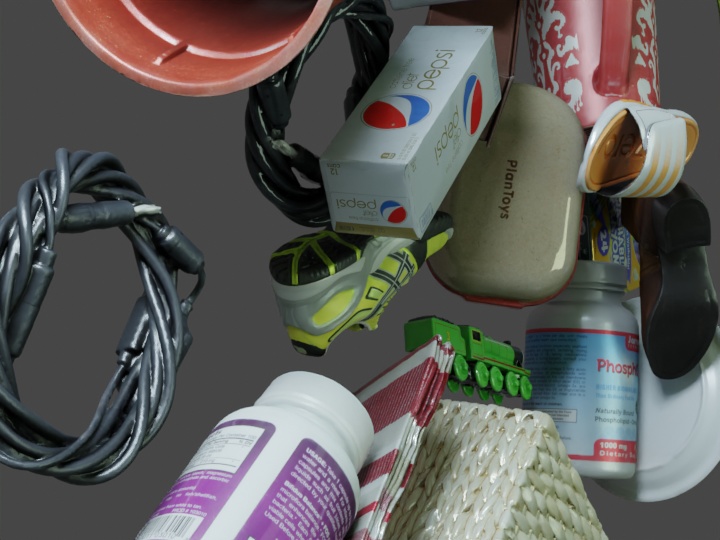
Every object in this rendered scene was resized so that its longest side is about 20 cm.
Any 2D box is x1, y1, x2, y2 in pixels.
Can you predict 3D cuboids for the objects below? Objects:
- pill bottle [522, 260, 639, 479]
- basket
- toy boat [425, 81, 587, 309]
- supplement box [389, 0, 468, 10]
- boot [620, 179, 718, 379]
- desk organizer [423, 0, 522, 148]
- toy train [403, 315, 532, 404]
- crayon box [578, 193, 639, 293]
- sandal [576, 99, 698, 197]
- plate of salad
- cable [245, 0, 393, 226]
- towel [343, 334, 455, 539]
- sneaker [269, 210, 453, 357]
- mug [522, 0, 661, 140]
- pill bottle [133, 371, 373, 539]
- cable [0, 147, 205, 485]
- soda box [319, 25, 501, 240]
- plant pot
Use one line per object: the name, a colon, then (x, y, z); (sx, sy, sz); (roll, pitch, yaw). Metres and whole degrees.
pill bottle: (0.209, 0.095, 1.438); (0.109, 0.108, 0.201); (13, 78, -58)
basket: (0.077, 0.226, 1.167); (0.201, 0.160, 0.199); (62, 41, -35)
toy boat: (0.125, -0.059, 1.320); (0.131, 0.130, 0.201); (91, 8, -75)
supplement box: (0.087, -0.315, 1.253); (0.200, 0.101, 0.104); (-62, 139, -39)
boot: (0.273, -0.016, 1.450); (0.200, 0.068, 0.189); (-111, -169, -68)
desk organizer: (0.089, -0.198, 1.274); (0.201, 0.077, 0.072); (-78, -176, -49)
toy train: (0.096, 0.078, 1.319); (0.200, 0.042, 0.057); (20, 61, -57)
crayon box: (0.258, -0.040, 1.580); (0.200, 0.051, 0.127); (-18, 104, -59)
sandal: (0.257, -0.102, 1.298); (0.206, 0.059, 0.080); (-12, 123, -51)
plate of salad: (0.284, 0.124, 1.475); (0.048, 0.199, 0.201); (14, 77, -45)
cable: (-0.018, -0.127, 1.107); (0.200, 0.051, 0.164); (-44, 126, -52)
towel: (-0.002, 0.150, 1.068); (0.023, 0.144, 0.201); (33, 54, -14)
sneaker: (0.000, 0.000, 1.141); (0.200, 0.075, 0.077); (-26, 122, -47)
mug: (0.204, -0.215, 1.381); (0.177, 0.133, 0.201); (27, 57, -63)
pill bottle: (-0.067, 0.159, 0.970); (0.200, 0.112, 0.113); (-55, 134, -44)
cable: (-0.160, 0.027, 0.879); (0.200, 0.051, 0.164); (-62, 138, -38)
soda box: (0.040, -0.104, 1.094); (0.200, 0.068, 0.064); (-58, 146, -48)
plant pot: (-0.065, -0.226, 0.924); (0.195, 0.200, 0.202); (-42, 124, -61)
